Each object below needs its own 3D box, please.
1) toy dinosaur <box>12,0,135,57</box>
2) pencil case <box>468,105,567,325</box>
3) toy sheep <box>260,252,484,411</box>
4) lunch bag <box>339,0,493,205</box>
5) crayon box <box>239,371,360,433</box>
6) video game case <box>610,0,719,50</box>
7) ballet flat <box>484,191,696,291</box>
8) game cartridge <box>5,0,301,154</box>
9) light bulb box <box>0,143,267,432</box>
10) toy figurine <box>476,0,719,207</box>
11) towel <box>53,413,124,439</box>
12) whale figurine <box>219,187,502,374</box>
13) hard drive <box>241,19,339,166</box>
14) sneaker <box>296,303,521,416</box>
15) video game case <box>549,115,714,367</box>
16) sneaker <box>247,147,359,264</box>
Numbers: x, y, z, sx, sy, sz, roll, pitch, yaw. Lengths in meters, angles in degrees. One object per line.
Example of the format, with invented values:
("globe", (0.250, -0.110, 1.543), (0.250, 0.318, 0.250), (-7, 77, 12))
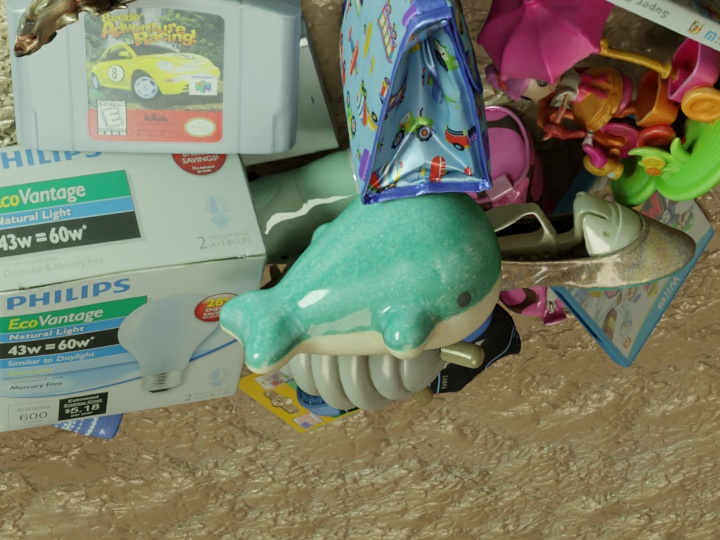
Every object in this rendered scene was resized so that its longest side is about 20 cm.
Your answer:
("toy dinosaur", (-0.128, -0.209, 1.098), (0.198, 0.086, 0.136), (-11, 157, -16))
("pencil case", (0.123, -0.040, 1.385), (0.090, 0.094, 0.200), (-16, 145, 14))
("toy sheep", (0.003, 0.045, 1.325), (0.198, 0.139, 0.138), (7, 153, 24))
("lunch bag", (0.031, -0.164, 1.124), (0.093, 0.152, 0.201), (-7, 147, -1))
("crayon box", (-0.004, 0.071, 1.568), (0.199, 0.052, 0.126), (-23, 143, 21))
("video game case", (0.145, -0.207, 1.078), (0.199, 0.144, 0.018), (17, 124, -32))
("ballet flat", (0.146, -0.022, 1.281), (0.198, 0.068, 0.068), (-8, 129, 6))
("game cartridge", (-0.141, -0.143, 1.199), (0.198, 0.041, 0.134), (0, 127, -4))
("light bulb box", (-0.184, 0.006, 1.298), (0.196, 0.126, 0.201), (-9, 149, -16))
("toy figurine", (0.162, -0.141, 1.228), (0.183, 0.151, 0.200), (21, 149, -18))
("towel", (-0.260, 0.049, 1.431), (0.199, 0.146, 0.024), (22, 179, -36))
("whale figurine", (0.000, 0.000, 1.199), (0.198, 0.159, 0.104), (-19, 126, -14))
("hard drive", (-0.124, -0.117, 1.283), (0.198, 0.026, 0.132), (-11, 147, 5))
("sneaker", (0.043, 0.083, 1.486), (0.199, 0.071, 0.078), (-25, 137, 24))
("video game case", (0.215, -0.022, 1.414), (0.018, 0.144, 0.200), (27, 170, 38))
("sneaker", (-0.035, -0.018, 1.406), (0.117, 0.074, 0.201), (-12, 140, 1))
